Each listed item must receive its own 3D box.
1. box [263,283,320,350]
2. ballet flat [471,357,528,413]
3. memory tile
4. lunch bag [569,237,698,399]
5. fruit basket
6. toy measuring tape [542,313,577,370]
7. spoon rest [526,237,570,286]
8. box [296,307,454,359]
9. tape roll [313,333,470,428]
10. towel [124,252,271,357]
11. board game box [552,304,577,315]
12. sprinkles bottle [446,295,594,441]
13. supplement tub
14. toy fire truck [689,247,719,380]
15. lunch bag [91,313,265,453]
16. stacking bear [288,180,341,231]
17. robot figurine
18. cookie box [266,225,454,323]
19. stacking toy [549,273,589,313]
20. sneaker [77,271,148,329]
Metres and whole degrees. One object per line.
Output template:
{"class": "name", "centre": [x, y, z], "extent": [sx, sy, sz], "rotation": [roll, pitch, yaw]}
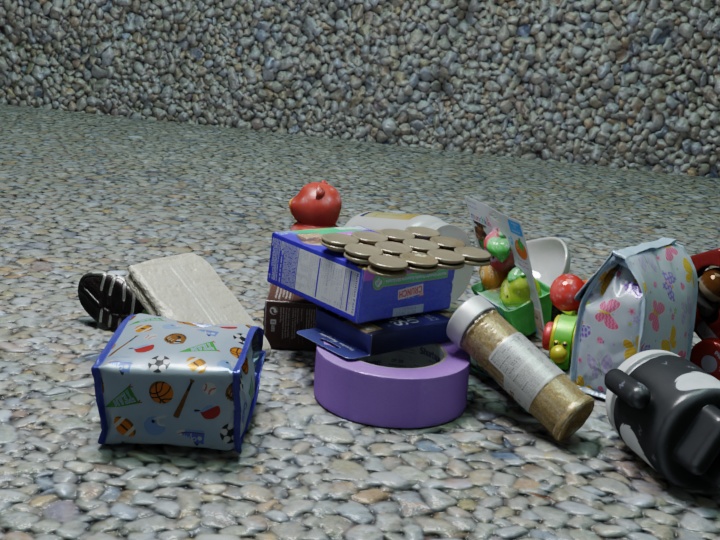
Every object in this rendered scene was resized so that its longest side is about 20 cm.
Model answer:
{"class": "box", "centre": [-0.039, 0.069, 1.552], "extent": [0.196, 0.076, 0.100], "rotation": [3, 15, 0]}
{"class": "ballet flat", "centre": [0.200, 0.123, 1.428], "extent": [0.068, 0.072, 0.200], "rotation": [1, 15, -19]}
{"class": "memory tile", "centre": [0.060, -0.025, 1.378], "extent": [0.198, 0.017, 0.152], "rotation": [-6, 21, -40]}
{"class": "lunch bag", "centre": [0.373, 0.061, 1.459], "extent": [0.126, 0.204, 0.168], "rotation": [17, 20, 38]}
{"class": "fruit basket", "centre": [0.218, -0.003, 1.655], "extent": [0.093, 0.202, 0.185], "rotation": [-28, 25, -12]}
{"class": "toy measuring tape", "centre": [0.313, 0.090, 1.585], "extent": [0.072, 0.075, 0.200], "rotation": [10, 17, 21]}
{"class": "spoon rest", "centre": [0.279, -0.013, 1.746], "extent": [0.060, 0.101, 0.200], "rotation": [22, 2, -19]}
{"class": "box", "centre": [0.028, 0.071, 1.396], "extent": [0.198, 0.033, 0.120], "rotation": [-9, 20, -38]}
{"class": "tape roll", "centre": [0.040, 0.131, 1.365], "extent": [0.196, 0.067, 0.200], "rotation": [4, 16, -1]}
{"class": "towel", "centre": [-0.224, 0.058, 1.465], "extent": [0.131, 0.035, 0.200], "rotation": [-13, 54, -45]}
{"class": "board game box", "centre": [0.347, 0.042, 1.749], "extent": [0.100, 0.048, 0.200], "rotation": [24, 9, -20]}
{"class": "sprinkles bottle", "centre": [0.194, 0.117, 1.312], "extent": [0.068, 0.069, 0.200], "rotation": [-12, 47, -47]}
{"class": "supplement tub", "centre": [0.069, -0.018, 1.714], "extent": [0.143, 0.147, 0.198], "rotation": [-9, 11, -41]}
{"class": "toy fire truck", "centre": [0.527, 0.056, 1.522], "extent": [0.111, 0.169, 0.201], "rotation": [-9, 56, -42]}
{"class": "lunch bag", "centre": [-0.201, 0.118, 1.234], "extent": [0.167, 0.126, 0.201], "rotation": [4, 23, 0]}
{"class": "stacking bear", "centre": [-0.073, -0.038, 1.681], "extent": [0.112, 0.204, 0.121], "rotation": [7, 15, 10]}
{"class": "robot figurine", "centre": [0.358, 0.170, 1.214], "extent": [0.123, 0.152, 0.200], "rotation": [-21, 21, -9]}
{"class": "cookie box", "centre": [0.000, 0.000, 1.439], "extent": [0.169, 0.077, 0.199], "rotation": [-6, 19, -41]}
{"class": "stacking toy", "centre": [0.363, 0.048, 1.593], "extent": [0.197, 0.087, 0.085], "rotation": [14, 10, -25]}
{"class": "sneaker", "centre": [-0.306, 0.049, 1.568], "extent": [0.197, 0.077, 0.115], "rotation": [19, 13, 12]}
